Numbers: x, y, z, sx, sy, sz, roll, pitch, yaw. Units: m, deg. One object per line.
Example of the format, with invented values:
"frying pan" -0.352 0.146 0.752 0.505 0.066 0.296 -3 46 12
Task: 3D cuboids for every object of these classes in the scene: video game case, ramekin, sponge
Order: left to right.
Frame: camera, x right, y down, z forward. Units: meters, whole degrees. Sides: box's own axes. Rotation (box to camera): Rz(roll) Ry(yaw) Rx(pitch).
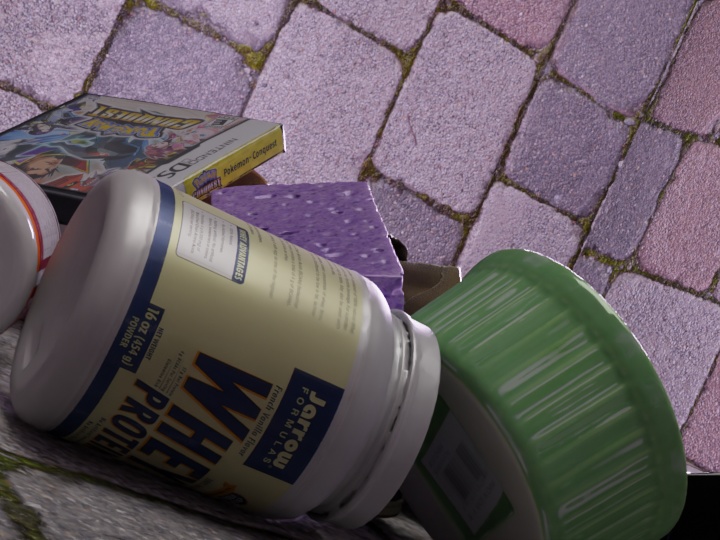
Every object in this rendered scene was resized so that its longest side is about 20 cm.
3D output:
"video game case" -0.186 -0.082 1.212 0.199 0.026 0.181 12 30 30
"sponge" -0.039 -0.016 1.054 0.111 0.030 0.200 -2 19 -5
"ramekin" 0.091 0.098 0.988 0.200 0.097 0.201 43 -31 35

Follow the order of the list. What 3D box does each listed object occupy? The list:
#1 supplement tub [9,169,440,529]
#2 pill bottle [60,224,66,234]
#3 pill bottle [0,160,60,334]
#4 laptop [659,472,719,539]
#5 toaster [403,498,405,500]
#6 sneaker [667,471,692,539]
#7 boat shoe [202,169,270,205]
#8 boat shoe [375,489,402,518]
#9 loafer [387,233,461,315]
"supplement tub" -0.072 0.047 0.888 0.199 0.146 0.145 25 2 -20
"pill bottle" -0.157 0.010 1.277 0.199 0.115 0.114 24 2 -22
"pill bottle" -0.236 -0.014 0.978 0.109 0.110 0.200 25 1 -6
"laptop" 0.206 0.145 1.058 0.200 0.103 0.178 43 -32 35
"toaster" 0.068 0.122 1.205 0.129 0.114 0.199 18 4 -44
"sneaker" 0.206 0.164 1.156 0.073 0.081 0.201 10 -36 28
"boat shoe" -0.129 -0.005 1.179 0.071 0.069 0.200 50 38 0
"boat shoe" -0.047 0.098 1.025 0.200 0.066 0.072 24 2 -28
"loafer" 0.000 0.000 1.235 0.199 0.068 0.076 24 2 29
